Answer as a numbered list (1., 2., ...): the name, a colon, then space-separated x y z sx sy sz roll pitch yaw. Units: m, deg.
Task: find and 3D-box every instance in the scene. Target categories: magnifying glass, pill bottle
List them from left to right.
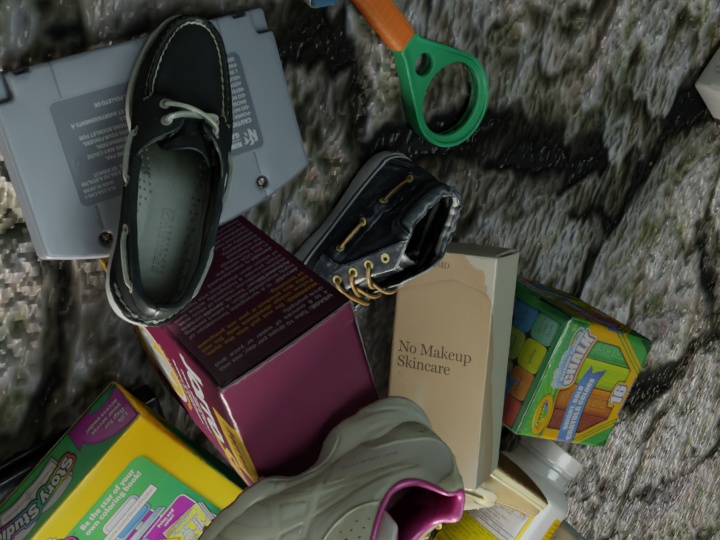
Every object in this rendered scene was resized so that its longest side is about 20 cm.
1. magnifying glass: 0.044 -0.174 0.770 0.080 0.022 0.200 -52 136 -4
2. pill bottle: 0.159 0.275 1.048 0.201 0.104 0.104 -54 134 -2

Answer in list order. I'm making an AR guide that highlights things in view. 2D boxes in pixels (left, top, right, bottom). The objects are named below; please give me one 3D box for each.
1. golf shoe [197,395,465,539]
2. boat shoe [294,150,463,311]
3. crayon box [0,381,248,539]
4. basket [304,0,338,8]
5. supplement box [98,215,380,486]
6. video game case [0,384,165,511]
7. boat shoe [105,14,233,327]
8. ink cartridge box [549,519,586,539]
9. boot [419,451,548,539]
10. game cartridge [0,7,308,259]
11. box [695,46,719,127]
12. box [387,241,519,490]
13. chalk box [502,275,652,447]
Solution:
1. golf shoe: -0.024 0.161 0.569 0.199 0.091 0.076 -38 133 -9
2. boat shoe: 0.000 0.000 0.777 0.071 0.091 0.202 30 93 -44
3. crayon box: -0.192 0.212 0.725 0.200 0.058 0.173 -49 132 -9
4. basket: 0.007 -0.282 0.595 0.175 0.139 0.202 -23 136 -27
5. supplement box: -0.082 0.052 0.663 0.102 0.199 0.132 -32 129 -20
6. video game case: -0.219 0.214 0.760 0.179 0.025 0.202 -28 128 -25
7. boat shoe: -0.109 -0.066 0.582 0.074 0.060 0.204 7 81 -25
8. ink cartridge box: 0.184 0.373 1.060 0.040 0.200 0.201 31 92 -20
9. boot: 0.079 0.243 0.958 0.198 0.073 0.157 28 96 -21
10. game cartridge: -0.134 -0.087 0.631 0.198 0.040 0.135 -22 102 -28
11. box: 0.502 -0.215 0.996 0.130 0.198 0.201 35 90 -44
12. box: 0.080 0.078 0.839 0.078 0.094 0.204 -14 108 -66
13. chalk box: 0.170 0.084 0.940 0.198 0.124 0.126 14 104 -43
